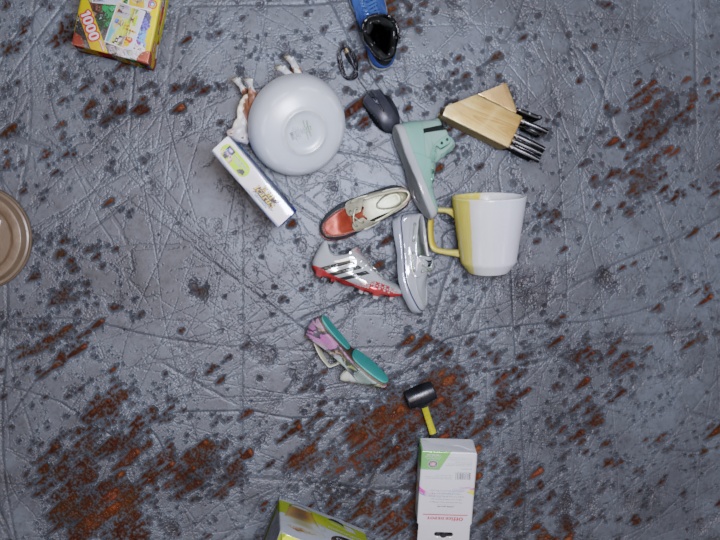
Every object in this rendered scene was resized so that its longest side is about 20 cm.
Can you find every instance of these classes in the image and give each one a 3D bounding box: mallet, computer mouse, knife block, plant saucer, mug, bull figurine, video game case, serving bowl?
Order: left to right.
[{"bbox_3d":[-0.738,-0.063,1.555,0.197,0.029,0.204,0,92,-7],"label":"plant saucer"},{"bbox_3d":[-0.195,-0.166,1.524,0.045,0.200,0.182,-40,96,1],"label":"video game case"},{"bbox_3d":[-0.185,-0.333,1.579,0.198,0.065,0.123,-27,122,-11],"label":"bull figurine"},{"bbox_3d":[-0.116,-0.275,1.558,0.197,0.066,0.203,-8,115,-18],"label":"serving bowl"},{"bbox_3d":[0.015,-0.366,1.623,0.058,0.034,0.201,-36,96,-3],"label":"computer mouse"},{"bbox_3d":[0.139,0.333,1.671,0.065,0.041,0.203,-12,98,-5],"label":"mallet"},{"bbox_3d":[0.246,-0.076,1.630,0.148,0.185,0.156,-11,105,-38],"label":"mug"},{"bbox_3d":[0.276,-0.280,1.641,0.198,0.064,0.178,-21,94,-5],"label":"knife block"}]

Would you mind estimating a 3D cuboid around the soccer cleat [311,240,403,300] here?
[{"bbox_3d":[0.000,0.000,1.623,0.197,0.069,0.086,18,95,-2],"label":"soccer cleat"}]

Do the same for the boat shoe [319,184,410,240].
[{"bbox_3d":[0.009,-0.116,1.620,0.198,0.063,0.072,-23,97,-4],"label":"boat shoe"}]

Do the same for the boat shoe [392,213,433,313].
[{"bbox_3d":[0.113,-0.016,1.621,0.066,0.073,0.203,-11,94,29],"label":"boat shoe"}]

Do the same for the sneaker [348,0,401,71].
[{"bbox_3d":[0.027,-0.501,1.579,0.076,0.111,0.203,-13,94,-5],"label":"sneaker"}]

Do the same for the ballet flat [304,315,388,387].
[{"bbox_3d":[-0.034,0.178,1.633,0.200,0.069,0.071,44,106,-3],"label":"ballet flat"}]

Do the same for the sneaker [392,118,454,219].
[{"bbox_3d":[0.149,-0.210,1.614,0.117,0.074,0.203,-16,86,-13],"label":"sneaker"}]

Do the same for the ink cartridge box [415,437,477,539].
[{"bbox_3d":[0.172,0.451,1.650,0.115,0.067,0.203,3,103,-2],"label":"ink cartridge box"}]

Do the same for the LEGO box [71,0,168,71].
[{"bbox_3d":[-0.452,-0.504,1.542,0.147,0.077,0.203,12,91,-6],"label":"LEGO box"}]

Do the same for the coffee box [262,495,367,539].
[{"bbox_3d":[-0.104,0.598,1.572,0.197,0.198,0.202,22,90,-7],"label":"coffee box"}]
